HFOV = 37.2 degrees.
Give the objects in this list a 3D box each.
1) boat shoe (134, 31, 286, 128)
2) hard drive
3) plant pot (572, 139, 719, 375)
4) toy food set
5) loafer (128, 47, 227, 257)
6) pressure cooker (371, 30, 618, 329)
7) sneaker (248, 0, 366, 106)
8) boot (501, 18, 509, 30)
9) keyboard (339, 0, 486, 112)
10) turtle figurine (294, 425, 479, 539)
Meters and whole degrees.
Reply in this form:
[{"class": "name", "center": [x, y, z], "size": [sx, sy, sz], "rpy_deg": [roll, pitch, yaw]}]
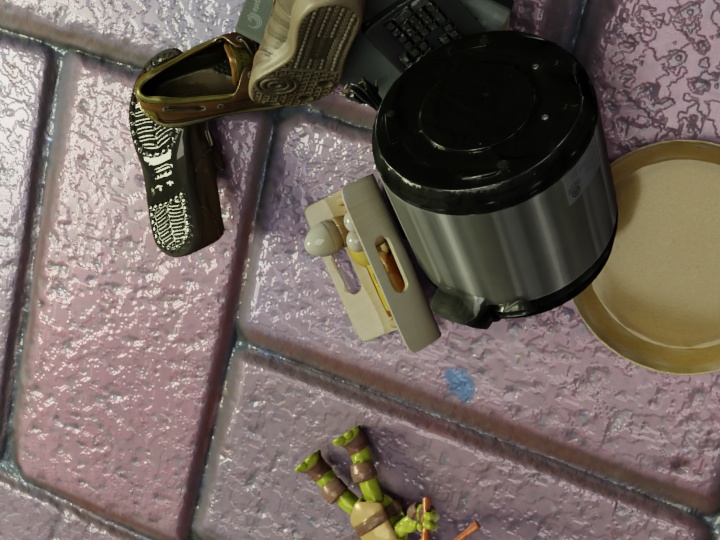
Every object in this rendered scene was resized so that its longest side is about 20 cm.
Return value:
[{"class": "boat shoe", "center": [-0.103, -0.177, 0.953], "size": [0.198, 0.068, 0.073], "rpy_deg": [-23, 85, 0]}, {"class": "hard drive", "center": [0.007, -0.212, 0.883], "size": [0.198, 0.033, 0.140], "rpy_deg": [25, 137, -6]}, {"class": "plant pot", "center": [0.273, -0.011, 0.907], "size": [0.198, 0.027, 0.202], "rpy_deg": [5, 104, 20]}, {"class": "toy food set", "center": [0.000, 0.000, 0.935], "size": [0.060, 0.200, 0.145], "rpy_deg": [-24, 94, -10]}, {"class": "loafer", "center": [-0.172, -0.112, 1.032], "size": [0.072, 0.071, 0.202], "rpy_deg": [-8, 85, 31]}, {"class": "pressure cooker", "center": [0.112, -0.060, 0.840], "size": [0.174, 0.180, 0.201], "rpy_deg": [-22, 139, 6]}, {"class": "sneaker", "center": [-0.041, -0.196, 0.851], "size": [0.070, 0.200, 0.076], "rpy_deg": [5, 74, -21]}, {"class": "boot", "center": [0.092, -0.287, 0.887], "size": [0.106, 0.075, 0.202], "rpy_deg": [12, 115, 15]}, {"class": "keyboard", "center": [0.066, -0.144, 0.882], "size": [0.126, 0.021, 0.200], "rpy_deg": [-27, 138, 26]}, {"class": "turtle figurine", "center": [0.017, 0.235, 1.045], "size": [0.200, 0.064, 0.162], "rpy_deg": [-37, 81, 33]}]
